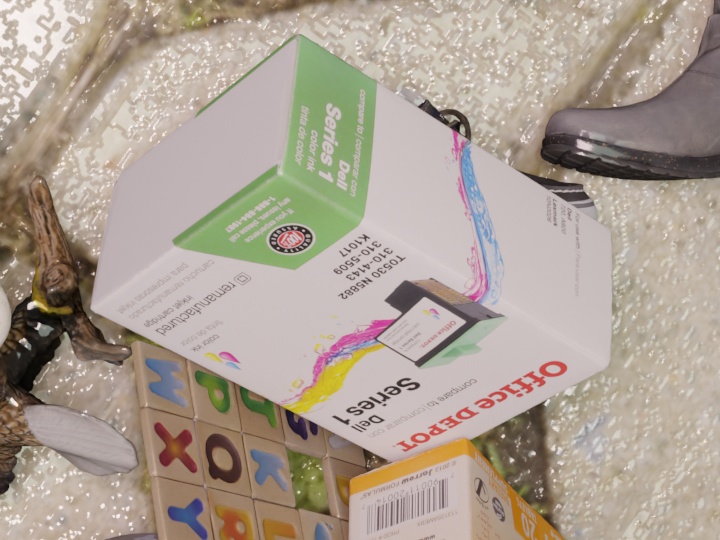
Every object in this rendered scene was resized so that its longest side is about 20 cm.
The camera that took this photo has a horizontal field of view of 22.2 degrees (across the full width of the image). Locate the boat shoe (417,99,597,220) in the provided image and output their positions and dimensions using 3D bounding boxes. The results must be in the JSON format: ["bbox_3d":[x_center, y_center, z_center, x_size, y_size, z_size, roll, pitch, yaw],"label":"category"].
[{"bbox_3d":[0.025,-0.054,0.929,0.199,0.070,0.067,6,96,-3],"label":"boat shoe"}]

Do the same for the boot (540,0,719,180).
[{"bbox_3d":[0.185,-0.113,0.955,0.199,0.070,0.132,-1,93,-21],"label":"boot"}]

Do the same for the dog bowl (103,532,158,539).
[{"bbox_3d":[-0.097,0.219,0.897,0.199,0.059,0.201,6,111,17],"label":"dog bowl"}]

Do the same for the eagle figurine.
[{"bbox_3d":[-0.216,0.058,0.868,0.200,0.151,0.152,-31,111,-17],"label":"eagle figurine"}]

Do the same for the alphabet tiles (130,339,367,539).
[{"bbox_3d":[-0.036,0.141,0.860,0.008,0.167,0.201,-27,60,28],"label":"alphabet tiles"}]

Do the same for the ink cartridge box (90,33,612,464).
[{"bbox_3d":[0.000,0.000,0.855,0.200,0.145,0.084,29,47,-30],"label":"ink cartridge box"}]

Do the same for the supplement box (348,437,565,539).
[{"bbox_3d":[0.055,0.199,0.873,0.073,0.201,0.126,-22,134,24],"label":"supplement box"}]

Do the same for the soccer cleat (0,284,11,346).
[{"bbox_3d":[-0.235,-0.019,0.769,0.200,0.078,0.069,28,64,17],"label":"soccer cleat"}]
